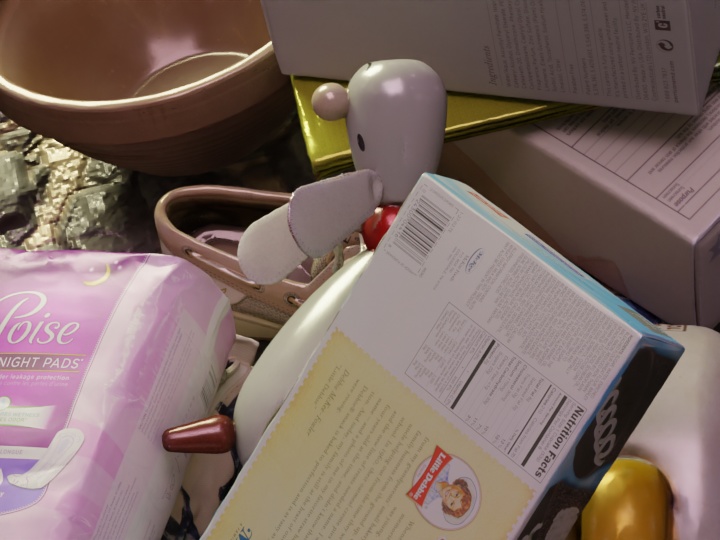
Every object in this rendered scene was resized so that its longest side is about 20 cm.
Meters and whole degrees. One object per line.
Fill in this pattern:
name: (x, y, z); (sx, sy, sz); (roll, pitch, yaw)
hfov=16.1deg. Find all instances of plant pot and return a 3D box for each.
plant pot: (-0.091, -0.114, 1.282); (0.200, 0.093, 0.201); (-10, 43, 9)

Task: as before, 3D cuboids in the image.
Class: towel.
towel: (0.068, -0.096, 1.164); (0.199, 0.018, 0.086); (-14, 47, 0)

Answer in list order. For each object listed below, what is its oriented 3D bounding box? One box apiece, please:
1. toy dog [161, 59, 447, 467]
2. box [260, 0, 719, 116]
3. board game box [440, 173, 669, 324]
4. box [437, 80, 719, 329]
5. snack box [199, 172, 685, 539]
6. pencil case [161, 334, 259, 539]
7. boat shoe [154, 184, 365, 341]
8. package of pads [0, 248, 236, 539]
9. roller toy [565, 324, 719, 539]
toy dog: (-0.025, 0.014, 1.044); (0.096, 0.132, 0.200); (10, 64, -11)
box: (0.065, -0.154, 1.138); (0.200, 0.098, 0.125); (7, 51, 19)
board game box: (0.092, -0.005, 1.220); (0.135, 0.034, 0.200); (18, 57, 21)
box: (0.108, -0.064, 1.191); (0.200, 0.078, 0.095); (35, 64, 30)
snack box: (0.019, 0.079, 0.939); (0.116, 0.037, 0.200); (39, 103, 33)
pencil case: (-0.102, 0.119, 1.112); (0.078, 0.090, 0.200); (20, 56, 6)
boat shoe: (0.000, 0.000, 1.165); (0.200, 0.065, 0.072); (10, 54, 18)
package of pads: (-0.137, 0.084, 1.053); (0.120, 0.076, 0.200); (1, 51, 24)
roller toy: (0.096, 0.110, 1.032); (0.139, 0.200, 0.183); (0, 46, 8)
